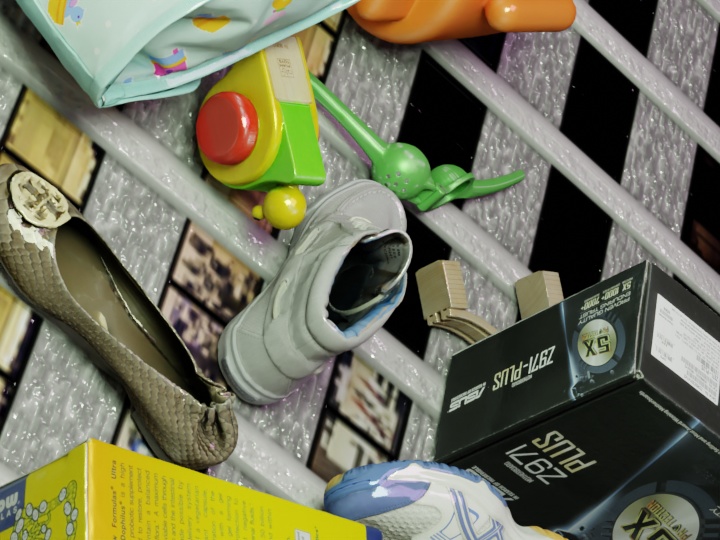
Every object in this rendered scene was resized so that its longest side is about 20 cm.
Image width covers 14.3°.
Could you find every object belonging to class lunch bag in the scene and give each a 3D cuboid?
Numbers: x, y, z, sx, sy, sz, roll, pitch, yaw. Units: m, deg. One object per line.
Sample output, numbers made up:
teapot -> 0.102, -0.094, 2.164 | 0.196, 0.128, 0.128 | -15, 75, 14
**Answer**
lunch bag -> -0.108, -0.195, 1.578 | 0.200, 0.122, 0.171 | -31, 74, -15

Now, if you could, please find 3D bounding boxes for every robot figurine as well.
robot figurine -> 0.059, -0.205, 1.806 | 0.200, 0.144, 0.117 | -11, 100, -49

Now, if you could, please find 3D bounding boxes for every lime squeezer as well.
lime squeezer -> 0.036, -0.064, 1.774 | 0.200, 0.038, 0.071 | 22, 23, -38

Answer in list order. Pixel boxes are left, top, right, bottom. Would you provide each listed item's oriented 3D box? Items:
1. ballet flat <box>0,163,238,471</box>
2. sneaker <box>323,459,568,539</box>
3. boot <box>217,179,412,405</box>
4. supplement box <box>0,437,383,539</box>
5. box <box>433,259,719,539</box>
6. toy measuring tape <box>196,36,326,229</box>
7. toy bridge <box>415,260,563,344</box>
ballet flat -> -0.129, 0.022, 1.524 | 0.200, 0.046, 0.067 | 55, 39, -10
sneaker -> 0.060, 0.175, 1.623 | 0.200, 0.075, 0.088 | 29, 50, -33
boot -> 0.000, 0.000, 1.639 | 0.074, 0.095, 0.200 | 50, 41, -14
supplement box -> -0.092, 0.173, 1.429 | 0.200, 0.109, 0.110 | 21, 54, -39
box -> 0.173, 0.104, 1.716 | 0.200, 0.164, 0.086 | 37, 46, -29
toy measuring tape -> -0.068, -0.115, 1.651 | 0.073, 0.073, 0.201 | 3, 69, -47
toy bridge -> 0.116, 0.035, 1.801 | 0.200, 0.027, 0.067 | 7, 66, -46
